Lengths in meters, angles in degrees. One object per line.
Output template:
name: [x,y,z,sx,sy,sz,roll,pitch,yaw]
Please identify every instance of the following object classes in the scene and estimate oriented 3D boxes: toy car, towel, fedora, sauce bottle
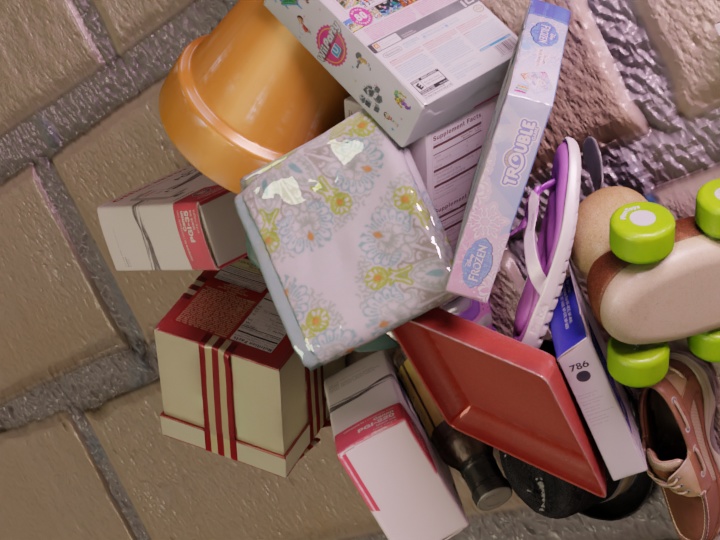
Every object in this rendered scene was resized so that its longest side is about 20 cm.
toy car: [0.249,-0.028,1.554,0.200,0.157,0.165,-123,22,-50]
towel: [-0.014,-0.032,1.608,0.171,0.048,0.201,-29,71,18]
fedora: [0.198,0.174,1.741,0.200,0.091,0.201,27,131,35]
sauce bottle: [0.098,0.159,1.817,0.200,0.064,0.065,65,149,34]

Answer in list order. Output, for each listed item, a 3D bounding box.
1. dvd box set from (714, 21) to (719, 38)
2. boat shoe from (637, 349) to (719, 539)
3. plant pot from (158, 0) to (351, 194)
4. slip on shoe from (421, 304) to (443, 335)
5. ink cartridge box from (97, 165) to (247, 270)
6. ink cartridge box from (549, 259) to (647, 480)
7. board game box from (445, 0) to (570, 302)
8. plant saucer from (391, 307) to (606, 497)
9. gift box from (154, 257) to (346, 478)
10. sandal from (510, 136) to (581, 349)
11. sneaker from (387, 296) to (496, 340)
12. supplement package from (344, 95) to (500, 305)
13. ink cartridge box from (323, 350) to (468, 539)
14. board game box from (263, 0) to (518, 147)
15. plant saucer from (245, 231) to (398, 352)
dvd box set: [0.382,-0.133,1.389,0.146,0.029,0.201,-19,99,52]
boat shoe: [0.296,0.174,1.649,0.076,0.072,0.201,8,119,46]
plant pot: [-0.075,-0.199,1.742,0.200,0.200,0.183,47,128,16]
slip on shoe: [0.000,0.000,1.700,0.200,0.061,0.074,39,137,23]
ink cartridge box: [-0.180,-0.061,1.972,0.200,0.146,0.083,0,113,48]
ink cartridge box: [0.208,0.088,1.591,0.039,0.100,0.200,-19,123,11]
board game box: [0.131,-0.108,1.539,0.043,0.199,0.201,17,123,2]
plant saucer: [0.132,0.112,1.627,0.200,0.037,0.200,21,154,39]
gift box: [-0.106,0.104,1.964,0.184,0.200,0.187,21,133,24]
sandal: [0.156,-0.020,1.557,0.082,0.050,0.203,-108,27,-72]
sneaker: [0.062,0.031,1.824,0.200,0.080,0.089,15,118,37]
supplement package: [0.062,-0.082,1.717,0.114,0.109,0.201,23,129,38]
ink cartridge box: [0.034,0.191,1.844,0.146,0.085,0.200,60,-177,-19]
board game box: [0.032,-0.226,1.628,0.200,0.147,0.064,47,142,17]
plant saucer: [-0.048,0.021,1.746,0.200,0.036,0.200,41,179,1]
